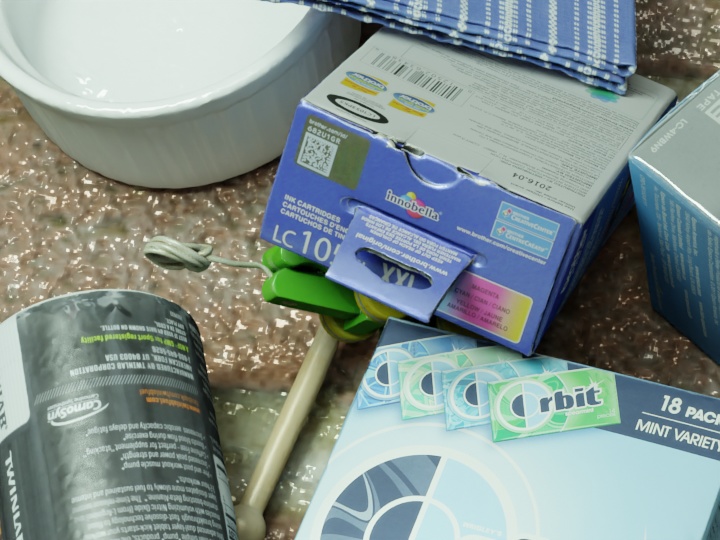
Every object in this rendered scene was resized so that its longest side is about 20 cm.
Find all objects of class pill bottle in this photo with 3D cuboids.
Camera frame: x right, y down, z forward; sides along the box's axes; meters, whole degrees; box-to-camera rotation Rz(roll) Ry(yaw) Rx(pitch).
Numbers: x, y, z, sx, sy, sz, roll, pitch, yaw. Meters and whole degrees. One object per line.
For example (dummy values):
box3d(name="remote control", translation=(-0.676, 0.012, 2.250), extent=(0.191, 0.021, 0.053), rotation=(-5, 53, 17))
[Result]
box3d(name="pill bottle", translation=(-0.107, 0.117, 1.197), extent=(0.106, 0.106, 0.200), rotation=(-14, 60, 2))

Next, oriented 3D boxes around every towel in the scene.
box3d(name="towel", translation=(0.032, -0.153, 1.263), extent=(0.199, 0.024, 0.145), rotation=(14, 42, -11))

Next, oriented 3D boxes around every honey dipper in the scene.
box3d(name="honey dipper", translation=(-0.020, 0.041, 1.264), extent=(0.038, 0.038, 0.200), rotation=(18, 68, 19))

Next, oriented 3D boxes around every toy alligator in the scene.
box3d(name="toy alligator", translation=(0.000, 0.000, 1.229), extent=(0.200, 0.059, 0.054), rotation=(20, 72, -17))

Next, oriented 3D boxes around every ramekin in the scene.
box3d(name="ramekin", translation=(-0.093, -0.138, 1.339), extent=(0.200, 0.098, 0.201), rotation=(-5, 61, 8))

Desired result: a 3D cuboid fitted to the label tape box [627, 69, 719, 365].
box3d(name="label tape box", translation=(0.210, 0.023, 1.169), extent=(0.066, 0.143, 0.200), rotation=(-43, 63, -13))

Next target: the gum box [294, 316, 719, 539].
box3d(name="gum box", translation=(0.056, 0.131, 1.137), extent=(0.169, 0.045, 0.200), rotation=(14, 62, 21))

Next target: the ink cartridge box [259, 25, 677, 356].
box3d(name="ink cartridge box", translation=(0.045, -0.043, 1.205), extent=(0.136, 0.077, 0.200), rotation=(24, 28, 11))
